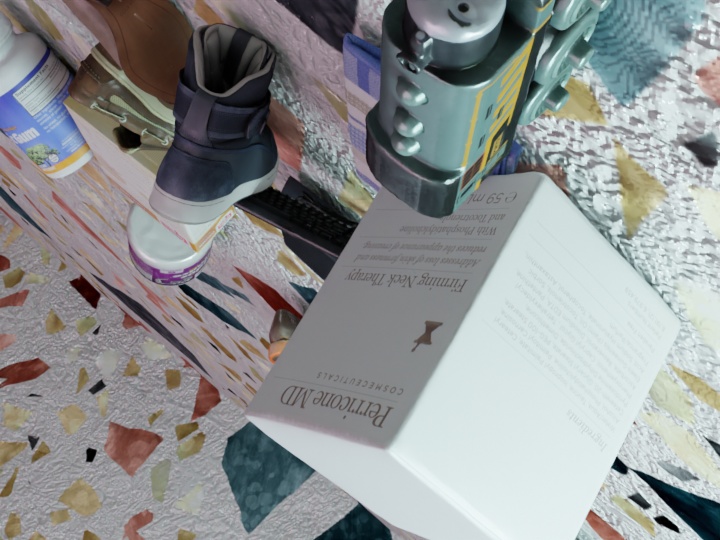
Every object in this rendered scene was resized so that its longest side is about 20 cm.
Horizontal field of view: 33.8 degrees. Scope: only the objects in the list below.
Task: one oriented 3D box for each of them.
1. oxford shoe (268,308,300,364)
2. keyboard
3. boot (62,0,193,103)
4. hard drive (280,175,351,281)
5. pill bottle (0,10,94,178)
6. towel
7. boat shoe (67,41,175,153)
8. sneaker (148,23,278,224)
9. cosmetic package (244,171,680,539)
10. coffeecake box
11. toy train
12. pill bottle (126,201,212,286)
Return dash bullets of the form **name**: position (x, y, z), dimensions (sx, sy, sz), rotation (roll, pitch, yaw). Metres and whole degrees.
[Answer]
- **oxford shoe**: position (-0.065, 0.108, 1.634), dimensions (0.071, 0.073, 0.200), rotation (-11, 157, 17)
- **keyboard**: position (-0.038, -0.045, 1.044), dimensions (0.200, 0.021, 0.127), rotation (28, -165, 16)
- **boot**: position (-0.225, -0.240, 1.029), dimensions (0.146, 0.070, 0.200), rotation (41, 171, 38)
- **hard drive**: position (0.000, 0.000, 1.154), dimensions (0.200, 0.042, 0.135), rotation (39, 168, 12)
- **pill bottle**: position (-0.407, -0.219, 1.452), dimensions (0.200, 0.112, 0.112), rotation (50, 164, -31)
- **towel**: position (0.050, -0.078, 0.843), dimensions (0.147, 0.024, 0.200), rotation (37, 165, 16)
- **boat shoe**: position (-0.210, -0.147, 1.150), dimensions (0.075, 0.075, 0.202), rotation (45, -178, 37)
- **sneaker**: position (-0.102, -0.135, 0.982), dimensions (0.077, 0.146, 0.202), rotation (19, -156, 5)
- **cosmetic package**: position (0.069, 0.064, 0.782), dimensions (0.166, 0.200, 0.167), rotation (42, 159, -29)
- **coffeecake box**: position (-0.235, -0.125, 1.349), dimensions (0.153, 0.073, 0.200), rotation (37, 165, 16)
- **toy train**: position (0.056, -0.103, 0.571), dimensions (0.085, 0.114, 0.200), rotation (39, 166, 10)
- **pill bottle**: position (-0.250, -0.040, 1.558), dimensions (0.112, 0.112, 0.200), rotation (42, 166, 0)
